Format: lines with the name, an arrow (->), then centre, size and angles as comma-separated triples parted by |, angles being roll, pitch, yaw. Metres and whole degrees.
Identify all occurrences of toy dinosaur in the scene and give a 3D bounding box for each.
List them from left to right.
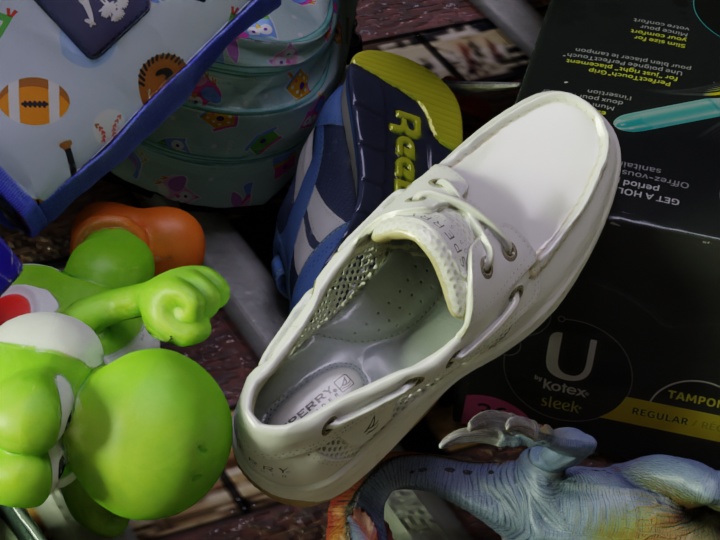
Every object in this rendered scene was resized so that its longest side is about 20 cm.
toy dinosaur -> 0.085, 0.110, 0.843 | 0.181, 0.105, 0.200 | 15, 3, 27

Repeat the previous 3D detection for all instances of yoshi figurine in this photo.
yoshi figurine -> -0.090, 0.043, 0.819 | 0.112, 0.113, 0.200 | -24, 15, 9

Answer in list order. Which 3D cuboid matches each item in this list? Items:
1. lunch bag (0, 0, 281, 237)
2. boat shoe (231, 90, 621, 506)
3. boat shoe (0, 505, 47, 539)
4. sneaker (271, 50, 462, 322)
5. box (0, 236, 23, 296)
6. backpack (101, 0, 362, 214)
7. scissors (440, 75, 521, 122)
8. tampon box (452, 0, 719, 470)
lunch bag -> -0.149, -0.128, 0.906 | 0.200, 0.124, 0.170 | 38, 75, 22
boat shoe -> 0.029, 0.002, 0.801 | 0.071, 0.069, 0.200 | 37, 73, 16
boat shoe -> -0.126, 0.137, 0.752 | 0.073, 0.062, 0.200 | -12, 40, -21
sneaker -> 0.000, 0.000, 0.957 | 0.074, 0.082, 0.201 | 24, 51, -19
box -> -0.256, -0.040, 0.791 | 0.184, 0.200, 0.105 | 3, 45, 50
backpack -> -0.078, -0.122, 1.055 | 0.166, 0.127, 0.200 | 8, 40, -3
scissors -> 0.034, -0.088, 1.031 | 0.073, 0.014, 0.200 | 17, 1, -2
tampon box -> 0.136, -0.023, 0.953 | 0.149, 0.127, 0.200 | 12, 37, 9
